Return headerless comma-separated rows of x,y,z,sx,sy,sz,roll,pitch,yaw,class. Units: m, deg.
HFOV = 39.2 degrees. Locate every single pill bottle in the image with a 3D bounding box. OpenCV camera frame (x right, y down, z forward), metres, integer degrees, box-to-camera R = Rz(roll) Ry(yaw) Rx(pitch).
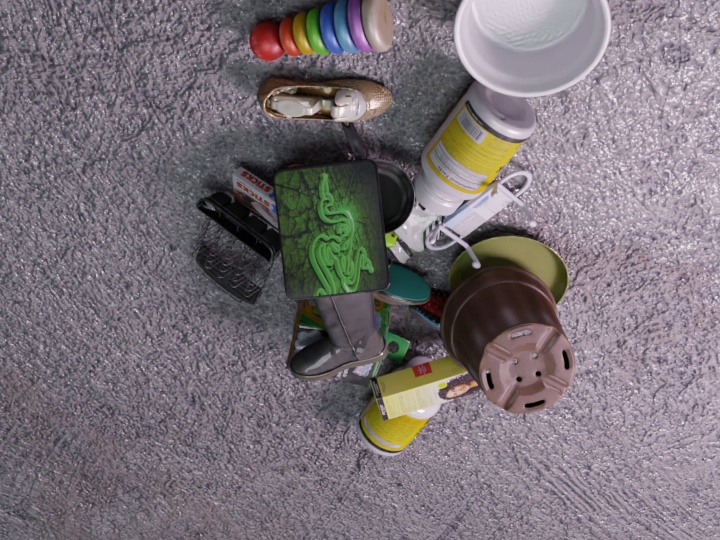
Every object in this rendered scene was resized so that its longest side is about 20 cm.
0.082,0.252,1.896,0.112,0.113,0.200,21,133,-13,pill bottle
0.158,-0.175,1.482,0.111,0.111,0.200,25,132,-16,pill bottle

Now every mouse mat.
-0.044,-0.061,1.513,0.161,0.008,0.200,-7,93,4,mouse mat

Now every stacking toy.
-0.060,-0.331,1.391,0.200,0.085,0.085,-4,133,20,stacking toy

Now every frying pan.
-0.002,-0.137,1.523,0.115,0.031,0.190,-44,88,0,frying pan

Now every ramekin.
0.223,-0.337,1.328,0.200,0.098,0.201,4,134,4,ramekin

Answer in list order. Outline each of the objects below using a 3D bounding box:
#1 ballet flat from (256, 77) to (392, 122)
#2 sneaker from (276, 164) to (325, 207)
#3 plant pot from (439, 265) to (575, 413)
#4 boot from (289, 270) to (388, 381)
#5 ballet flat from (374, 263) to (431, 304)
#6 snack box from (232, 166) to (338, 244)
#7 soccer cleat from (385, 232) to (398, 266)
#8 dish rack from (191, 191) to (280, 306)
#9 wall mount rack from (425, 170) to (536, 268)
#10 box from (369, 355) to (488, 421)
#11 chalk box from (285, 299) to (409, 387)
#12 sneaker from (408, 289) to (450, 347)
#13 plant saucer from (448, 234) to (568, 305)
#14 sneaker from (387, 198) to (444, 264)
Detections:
-0.054,-0.241,1.473,0.200,0.065,0.071,1,124,4,ballet flat
-0.049,-0.084,1.596,0.108,0.067,0.201,9,143,48,sneaker
0.239,0.117,1.601,0.200,0.198,0.201,-1,109,-4,plant pot
-0.052,0.081,1.607,0.182,0.073,0.200,-19,139,3,boot
0.022,0.018,1.724,0.200,0.068,0.067,20,152,-5,ballet flat
-0.117,-0.086,1.583,0.200,0.024,0.072,34,150,17,snack box
0.000,0.000,1.609,0.081,0.068,0.200,24,137,-1,soccer cleat
-0.213,-0.025,1.669,0.153,0.055,0.200,37,136,9,dish rack
0.180,-0.078,1.548,0.200,0.075,0.174,-38,147,18,wall mount rack
0.122,0.197,1.758,0.200,0.050,0.075,-17,138,0,box
-0.016,0.112,1.769,0.200,0.124,0.125,13,133,-7,chalk box
0.161,0.108,1.774,0.200,0.079,0.096,26,133,-17,sneaker
0.248,0.009,1.701,0.200,0.031,0.200,4,134,4,plant saucer
0.061,-0.113,1.596,0.115,0.076,0.201,-31,121,10,sneaker
